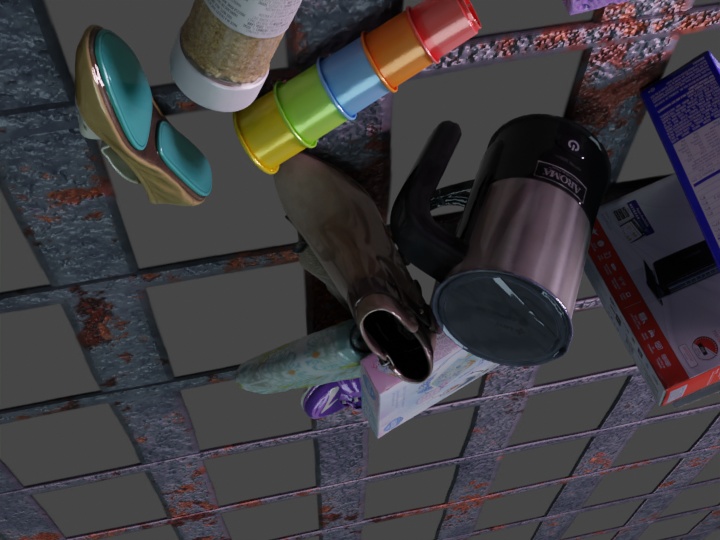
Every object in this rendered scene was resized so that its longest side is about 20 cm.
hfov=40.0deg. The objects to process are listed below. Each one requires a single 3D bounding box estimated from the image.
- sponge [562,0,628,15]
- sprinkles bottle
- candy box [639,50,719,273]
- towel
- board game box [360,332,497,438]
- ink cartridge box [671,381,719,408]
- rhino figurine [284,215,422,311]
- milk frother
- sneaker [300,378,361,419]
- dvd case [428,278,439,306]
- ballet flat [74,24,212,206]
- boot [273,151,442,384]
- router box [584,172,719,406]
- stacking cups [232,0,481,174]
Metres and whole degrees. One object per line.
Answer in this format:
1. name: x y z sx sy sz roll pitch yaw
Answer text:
1. sponge: 0.241 -0.251 0.698 0.196 0.030 0.112 -15 151 0
2. sprinkles bottle: -0.064 -0.190 0.629 0.067 0.069 0.200 3 146 -28
3. candy box: 0.345 -0.068 0.879 0.076 0.203 0.168 -30 147 28
4. towel: -0.013 0.091 1.085 0.170 0.049 0.198 -25 166 35
5. board game box: 0.092 0.088 1.024 0.197 0.044 0.201 -30 162 -11
6. ink cartridge box: 0.388 0.038 1.078 0.161 0.203 0.057 -26 146 22
7. rhino figurine: -0.014 -0.015 0.958 0.086 0.061 0.200 -19 148 16
8. milk frother: 0.110 -0.011 0.879 0.177 0.190 0.202 18 142 9
9. sneaker: 0.019 0.148 1.227 0.196 0.085 0.081 -18 150 9
10. dvd case: 0.156 0.010 1.111 0.147 0.025 0.201 -9 150 -10
11. ballet flat: -0.175 -0.103 0.737 0.062 0.070 0.201 -5 151 14
12. boot: 0.000 0.000 0.833 0.070 0.147 0.200 -38 118 15
13. router box: 0.327 0.005 0.975 0.177 0.202 0.049 -23 152 -2
14. stacking cups: -0.001 -0.142 0.745 0.197 0.061 0.060 -26 149 20
